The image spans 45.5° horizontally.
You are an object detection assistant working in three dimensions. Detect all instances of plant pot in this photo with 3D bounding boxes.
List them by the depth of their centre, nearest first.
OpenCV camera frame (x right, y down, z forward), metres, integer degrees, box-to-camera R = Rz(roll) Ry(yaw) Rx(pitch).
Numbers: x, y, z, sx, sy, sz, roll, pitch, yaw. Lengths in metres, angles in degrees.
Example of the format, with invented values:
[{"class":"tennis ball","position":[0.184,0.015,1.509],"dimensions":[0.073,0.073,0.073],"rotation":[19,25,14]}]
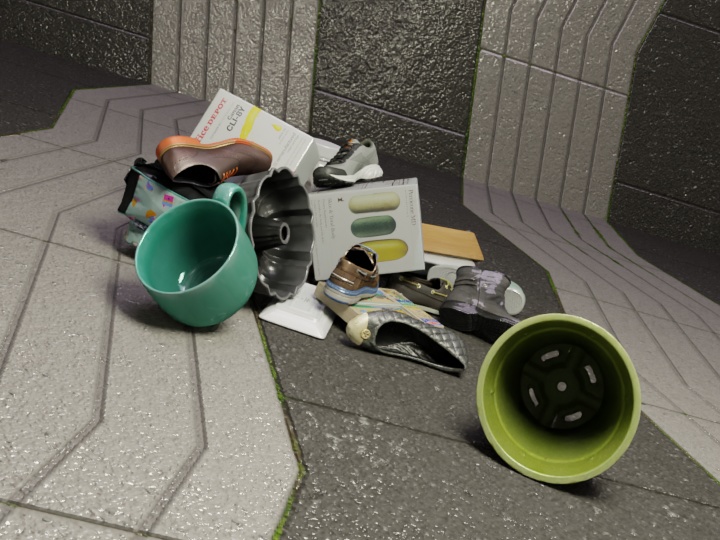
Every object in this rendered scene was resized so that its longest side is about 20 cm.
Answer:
[{"class":"plant pot","position":[0.261,0.161,1.128],"dimensions":[0.197,0.204,0.190],"rotation":[21,2,16]}]

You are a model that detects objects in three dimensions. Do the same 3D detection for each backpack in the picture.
[{"class":"backpack","position":[-0.274,-0.084,1.393],"dimensions":[0.196,0.157,0.176],"rotation":[19,12,12]}]

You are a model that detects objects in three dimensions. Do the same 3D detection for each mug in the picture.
[{"class":"mug","position":[-0.203,-0.011,1.175],"dimensions":[0.152,0.183,0.115],"rotation":[49,-11,36]}]

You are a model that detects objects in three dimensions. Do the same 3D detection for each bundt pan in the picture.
[{"class":"bundt pan","position":[-0.148,-0.057,1.327],"dimensions":[0.074,0.207,0.201],"rotation":[1,8,24]}]

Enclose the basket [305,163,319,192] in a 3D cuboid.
[{"class":"basket","position":[-0.200,-0.157,1.650],"dimensions":[0.194,0.204,0.161],"rotation":[12,14,-17]}]

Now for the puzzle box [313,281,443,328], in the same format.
[{"class":"puzzle box","position":[0.032,0.066,1.410],"dimensions":[0.198,0.026,0.132],"rotation":[7,24,-49]}]

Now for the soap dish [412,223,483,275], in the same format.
[{"class":"soap dish","position":[0.129,-0.044,1.749],"dimensions":[0.196,0.083,0.157],"rotation":[8,-10,-25]}]

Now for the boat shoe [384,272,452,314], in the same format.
[{"class":"boat shoe","position":[0.136,0.043,1.584],"dimensions":[0.197,0.062,0.072],"rotation":[10,17,-26]}]

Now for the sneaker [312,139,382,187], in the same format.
[{"class":"sneaker","position":[-0.029,-0.195,1.564],"dimensions":[0.073,0.081,0.199],"rotation":[-2,12,29]}]

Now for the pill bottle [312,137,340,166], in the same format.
[{"class":"pill bottle","position":[-0.100,-0.168,1.792],"dimensions":[0.109,0.204,0.111],"rotation":[15,15,-4]}]

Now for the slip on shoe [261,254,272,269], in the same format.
[{"class":"slip on shoe","position":[-0.148,-0.018,1.485],"dimensions":[0.073,0.063,0.200],"rotation":[19,13,14]}]

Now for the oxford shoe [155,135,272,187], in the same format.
[{"class":"oxford shoe","position":[-0.221,-0.160,1.347],"dimensions":[0.197,0.072,0.073],"rotation":[-4,54,-35]}]

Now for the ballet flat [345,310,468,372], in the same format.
[{"class":"ballet flat","position":[0.074,0.105,1.289],"dimensions":[0.196,0.068,0.057],"rotation":[13,21,-13]}]

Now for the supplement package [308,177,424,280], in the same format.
[{"class":"supplement package","position":[0.013,-0.078,1.556],"dimensions":[0.195,0.156,0.151],"rotation":[-5,9,5]}]

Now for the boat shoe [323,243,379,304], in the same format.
[{"class":"boat shoe","position":[0.000,0.000,1.391],"dimensions":[0.071,0.074,0.200],"rotation":[25,15,6]}]

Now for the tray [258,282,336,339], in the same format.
[{"class":"tray","position":[-0.090,0.054,1.370],"dimensions":[0.105,0.023,0.200],"rotation":[17,15,3]}]

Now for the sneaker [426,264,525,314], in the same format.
[{"class":"sneaker","position":[0.230,0.039,1.700],"dimensions":[0.196,0.075,0.118],"rotation":[18,7,13]}]

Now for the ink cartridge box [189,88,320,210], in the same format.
[{"class":"ink cartridge box","position":[-0.190,-0.196,1.474],"dimensions":[0.197,0.147,0.084],"rotation":[29,-11,13]}]

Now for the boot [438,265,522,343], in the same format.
[{"class":"boot","position":[0.247,0.059,1.526],"dimensions":[0.197,0.071,0.132],"rotation":[23,49,14]}]
